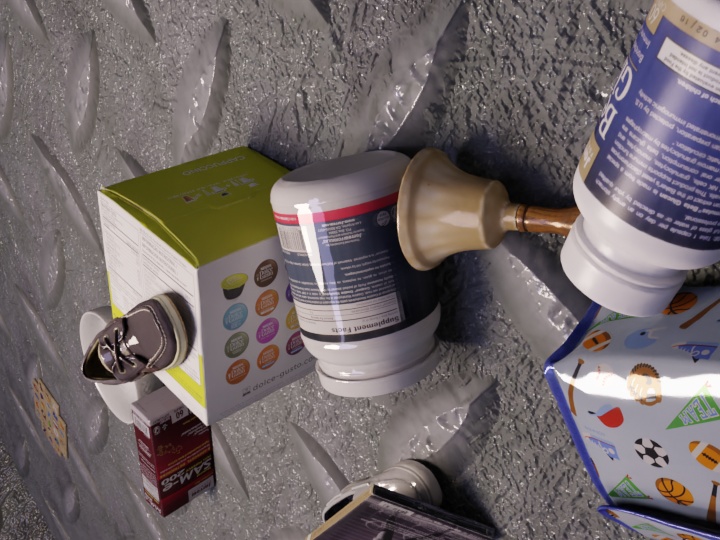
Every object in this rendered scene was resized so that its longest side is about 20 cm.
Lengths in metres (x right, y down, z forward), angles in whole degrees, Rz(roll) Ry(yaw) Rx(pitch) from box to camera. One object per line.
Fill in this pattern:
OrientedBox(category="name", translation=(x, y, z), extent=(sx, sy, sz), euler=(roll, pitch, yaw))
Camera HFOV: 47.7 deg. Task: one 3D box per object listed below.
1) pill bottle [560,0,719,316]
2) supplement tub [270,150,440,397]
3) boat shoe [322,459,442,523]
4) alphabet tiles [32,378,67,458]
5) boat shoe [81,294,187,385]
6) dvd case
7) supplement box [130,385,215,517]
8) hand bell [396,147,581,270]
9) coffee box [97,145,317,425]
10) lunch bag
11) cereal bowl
OrientedBox(category="pill bottle", translation=(0.199, -0.073, 0.504), extent=(0.111, 0.110, 0.203), euler=(41, 132, 28))
OrientedBox(category="supplement tub", translation=(0.000, 0.000, 0.770), extent=(0.139, 0.139, 0.204), euler=(7, 115, 48))
OrientedBox(category="boat shoe", translation=(0.018, 0.272, 0.953), extent=(0.199, 0.068, 0.073), euler=(-24, 90, 53))
OrientedBox(category="alphabet tiles", translation=(-0.765, 0.366, 2.010), extent=(0.166, 0.006, 0.202), euler=(43, 137, 28))
OrientedBox(category="boat shoe", translation=(-0.236, 0.081, 0.833), extent=(0.199, 0.064, 0.073), euler=(-27, 87, 53))
OrientedBox(category="dvd case", translation=(0.038, 0.300, 0.913), extent=(0.146, 0.016, 0.201), euler=(23, 140, -13))
OrientedBox(category="supplement box", translation=(-0.299, 0.284, 1.314), extent=(0.060, 0.108, 0.204), euler=(27, 130, 38))
OrientedBox(category="hand bell", translation=(0.138, -0.043, 0.647), extent=(0.197, 0.104, 0.106), euler=(7, 115, 34))
OrientedBox(category="coffee box", translation=(-0.147, 0.004, 0.903), extent=(0.199, 0.198, 0.201), euler=(32, 132, 37))
OrientedBox(category="lunch bag", translation=(0.244, 0.123, 0.561), extent=(0.168, 0.124, 0.203), euler=(-1, 121, 51))
OrientedBox(category="cereal bowl", translation=(-0.391, 0.149, 1.373), extent=(0.198, 0.083, 0.204), euler=(26, 128, 39))
